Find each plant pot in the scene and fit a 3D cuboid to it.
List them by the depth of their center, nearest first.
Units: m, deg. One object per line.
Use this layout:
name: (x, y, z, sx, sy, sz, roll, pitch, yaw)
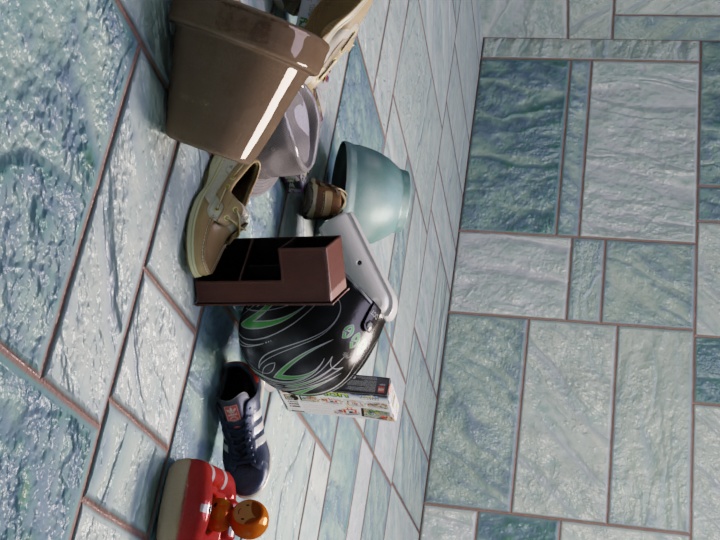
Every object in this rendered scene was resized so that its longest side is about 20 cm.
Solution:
plant pot: (-0.156, -0.227, 1.273, 0.200, 0.199, 0.175, 0, 110, -77)
plant pot: (0.020, -0.137, 1.982, 0.200, 0.133, 0.202, -174, -90, -81)

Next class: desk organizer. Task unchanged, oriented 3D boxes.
desk organizer: (-0.123, 0.000, 1.402, 0.072, 0.199, 0.077, -42, 129, -67)

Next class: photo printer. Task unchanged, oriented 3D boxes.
photo printer: (0.000, 0.000, 1.789, 0.201, 0.069, 0.166, 63, 0, -3)

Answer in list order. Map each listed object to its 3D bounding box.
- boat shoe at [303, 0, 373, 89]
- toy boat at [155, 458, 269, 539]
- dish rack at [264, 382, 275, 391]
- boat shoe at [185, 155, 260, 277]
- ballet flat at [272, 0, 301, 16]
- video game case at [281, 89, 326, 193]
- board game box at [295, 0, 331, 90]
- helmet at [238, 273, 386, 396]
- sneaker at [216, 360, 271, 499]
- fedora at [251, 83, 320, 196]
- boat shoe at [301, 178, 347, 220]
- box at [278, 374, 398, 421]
boat shoe: (-0.044, -0.359, 1.601, 0.200, 0.074, 0.069, -50, 141, -14)
toy boat: (-0.183, 0.321, 1.372, 0.200, 0.130, 0.131, 59, 36, -68)
dish rack: (-0.122, 0.085, 1.692, 0.200, 0.043, 0.173, -33, 126, -56)
boat shoe: (-0.183, -0.080, 1.406, 0.074, 0.066, 0.201, 73, 24, -57)
ballet flat: (-0.108, -0.443, 1.679, 0.064, 0.067, 0.200, -60, 168, 6)
video game case: (-0.108, -0.262, 1.753, 0.182, 0.036, 0.201, 74, 24, -53)
board game box: (-0.064, -0.395, 1.675, 0.126, 0.034, 0.201, -8, 113, -73)
helmet: (-0.078, 0.087, 1.509, 0.191, 0.200, 0.200, -45, 159, -6)
sneaker: (-0.174, 0.223, 1.495, 0.085, 0.075, 0.201, 66, 13, -60)
fedora: (-0.116, -0.207, 1.545, 0.177, 0.090, 0.201, -41, 131, -56)
boat shoe: (-0.062, -0.119, 1.852, 0.200, 0.073, 0.076, -90, -172, -81)
box: (-0.039, 0.217, 1.822, 0.110, 0.199, 0.035, 74, 24, -56)
